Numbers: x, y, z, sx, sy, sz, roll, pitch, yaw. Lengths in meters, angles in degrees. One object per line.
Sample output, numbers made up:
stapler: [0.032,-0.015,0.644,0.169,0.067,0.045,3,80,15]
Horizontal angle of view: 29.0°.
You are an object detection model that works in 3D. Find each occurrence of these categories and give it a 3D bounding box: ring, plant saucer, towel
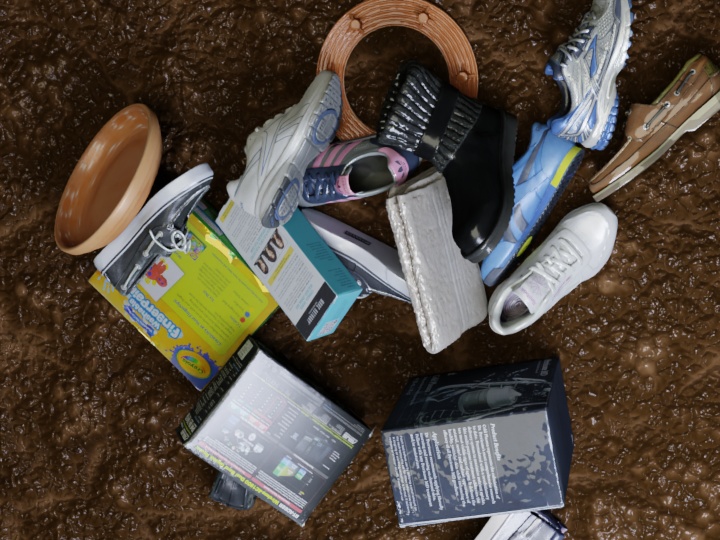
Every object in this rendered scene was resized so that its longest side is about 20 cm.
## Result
ring: [0.042,-0.224,1.653,0.197,0.019,0.203,3,105,11]
plant saucer: [-0.299,-0.106,1.680,0.037,0.201,0.200,31,112,-31]
towel: [0.090,-0.016,1.635,0.034,0.132,0.203,-5,105,36]

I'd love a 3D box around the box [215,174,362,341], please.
box: [-0.088,-0.020,1.668,0.201,0.049,0.083,51,129,20]

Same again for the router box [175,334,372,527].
router box: [-0.105,0.198,1.712,0.199,0.062,0.150,39,90,-25]

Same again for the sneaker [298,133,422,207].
sneaker: [-0.025,-0.113,1.651,0.198,0.082,0.071,-18,109,28]

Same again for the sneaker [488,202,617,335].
sneaker: [0.227,0.006,1.630,0.075,0.100,0.200,43,107,1]

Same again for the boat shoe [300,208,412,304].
boat shoe: [0.000,0.000,1.691,0.198,0.072,0.068,28,112,9]

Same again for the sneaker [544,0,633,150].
sneaker: [0.253,-0.239,1.561,0.084,0.077,0.203,7,100,-3]

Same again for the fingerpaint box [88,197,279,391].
fingerpaint box: [-0.210,0.018,1.739,0.200,0.073,0.167,43,108,1]

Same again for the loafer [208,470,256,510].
loafer: [-0.158,0.212,1.780,0.069,0.068,0.203,9,109,0]

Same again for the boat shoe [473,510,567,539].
boat shoe: [0.176,0.370,1.744,0.092,0.075,0.201,36,108,9]

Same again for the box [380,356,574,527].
box: [0.143,0.199,1.643,0.194,0.200,0.126,-8,102,14]

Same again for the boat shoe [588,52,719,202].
boat shoe: [0.330,-0.163,1.585,0.200,0.072,0.068,-41,89,9]

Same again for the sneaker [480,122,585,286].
sneaker: [0.184,-0.079,1.640,0.078,0.066,0.202,33,108,13]

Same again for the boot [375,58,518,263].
boot: [0.091,-0.123,1.566,0.156,0.213,0.079,23,143,-23]

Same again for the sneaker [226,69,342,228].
sneaker: [-0.089,-0.152,1.629,0.086,0.075,0.201,26,79,23]

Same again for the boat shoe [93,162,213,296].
boat shoe: [-0.234,-0.045,1.653,0.199,0.074,0.068,-41,86,18]
